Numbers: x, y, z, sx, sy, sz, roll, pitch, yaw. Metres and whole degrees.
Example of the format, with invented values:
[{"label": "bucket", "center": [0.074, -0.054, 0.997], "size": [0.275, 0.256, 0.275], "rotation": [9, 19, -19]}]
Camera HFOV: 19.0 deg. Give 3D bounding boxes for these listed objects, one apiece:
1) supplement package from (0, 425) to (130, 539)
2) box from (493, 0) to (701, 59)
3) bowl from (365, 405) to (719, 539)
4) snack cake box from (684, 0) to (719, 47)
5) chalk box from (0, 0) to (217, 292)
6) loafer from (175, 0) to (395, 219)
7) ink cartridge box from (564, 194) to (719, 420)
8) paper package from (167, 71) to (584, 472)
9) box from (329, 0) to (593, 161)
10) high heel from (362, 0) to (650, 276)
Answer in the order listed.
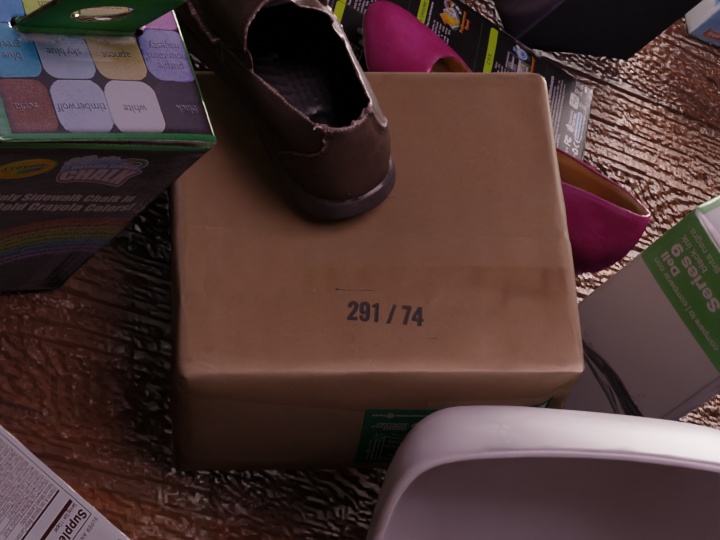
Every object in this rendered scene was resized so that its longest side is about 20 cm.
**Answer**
[{"label": "supplement package", "center": [-0.190, 0.161, 0.811], "size": [0.200, 0.191, 0.147], "rotation": [43, 44, -8]}, {"label": "box", "center": [0.167, -0.274, 1.393], "size": [0.123, 0.200, 0.199], "rotation": [0, 63, -41]}, {"label": "bowl", "center": [0.094, 0.142, 1.036], "size": [0.199, 0.200, 0.075], "rotation": [5, 36, -9]}, {"label": "snack cake box", "center": [0.325, -0.206, 1.579], "size": [0.200, 0.067, 0.115], "rotation": [15, 53, -32]}, {"label": "chalk box", "center": [-0.158, -0.086, 0.996], "size": [0.124, 0.200, 0.124], "rotation": [-2, 64, -41]}, {"label": "loafer", "center": [-0.039, -0.121, 1.054], "size": [0.073, 0.071, 0.200], "rotation": [-27, 66, -19]}, {"label": "ink cartridge box", "center": [0.183, 0.030, 1.207], "size": [0.146, 0.200, 0.084], "rotation": [-24, 77, -46]}, {"label": "paper package", "center": [0.000, 0.000, 1.087], "size": [0.200, 0.104, 0.191], "rotation": [-1, 60, -6]}, {"label": "box", "center": [0.043, -0.078, 1.273], "size": [0.193, 0.048, 0.200], "rotation": [29, 48, -18]}, {"label": "high heel", "center": [0.080, -0.083, 1.204], "size": [0.067, 0.096, 0.200], "rotation": [-23, 80, -44]}]
